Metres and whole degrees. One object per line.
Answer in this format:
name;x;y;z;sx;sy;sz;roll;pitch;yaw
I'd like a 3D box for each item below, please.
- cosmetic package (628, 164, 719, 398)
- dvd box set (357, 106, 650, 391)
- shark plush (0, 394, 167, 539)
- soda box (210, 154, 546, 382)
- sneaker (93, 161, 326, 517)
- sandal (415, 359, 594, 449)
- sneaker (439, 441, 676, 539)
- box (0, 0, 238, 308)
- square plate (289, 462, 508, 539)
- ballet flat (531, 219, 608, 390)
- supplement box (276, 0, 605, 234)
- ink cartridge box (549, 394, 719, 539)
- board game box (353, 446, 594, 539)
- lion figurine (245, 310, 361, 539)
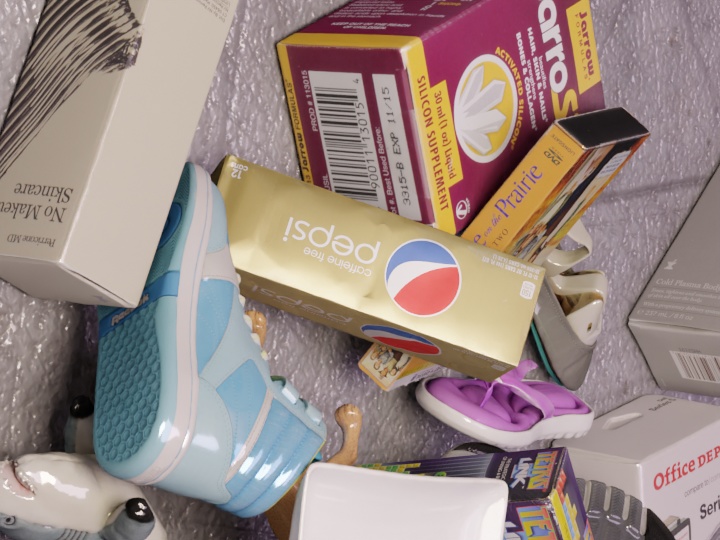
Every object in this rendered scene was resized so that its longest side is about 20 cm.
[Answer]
cosmetic package;0.295;-0.001;1.961;0.200;0.106;0.090;-60;137;-30
dvd box set;0.091;-0.015;1.634;0.200;0.029;0.146;-51;167;19
shark plush;-0.154;0.147;1.450;0.083;0.091;0.200;-30;154;-6
soda box;0.000;0.000;1.517;0.199;0.068;0.064;19;76;-8
sneaker;-0.075;0.046;1.429;0.130;0.079;0.201;30;49;-33
sandal;0.097;0.078;1.736;0.202;0.082;0.050;2;112;-65
sneaker;0.111;0.177;1.733;0.200;0.115;0.075;29;60;-20
box;-0.137;-0.085;1.410;0.068;0.082;0.201;34;66;-48
square plate;0.008;0.210;1.462;0.198;0.028;0.201;11;86;-53
ballet flat;0.134;0.006;1.778;0.068;0.063;0.200;-80;149;-47
supplement box;0.055;-0.113;1.636;0.200;0.103;0.131;-35;121;-45
ink cartridge box;0.210;0.207;1.897;0.145;0.084;0.201;-21;111;-49
board game box;0.072;0.210;1.648;0.057;0.165;0.201;-67;145;-54
lion figurine;-0.057;0.106;1.509;0.200;0.072;0.123;40;34;-14
